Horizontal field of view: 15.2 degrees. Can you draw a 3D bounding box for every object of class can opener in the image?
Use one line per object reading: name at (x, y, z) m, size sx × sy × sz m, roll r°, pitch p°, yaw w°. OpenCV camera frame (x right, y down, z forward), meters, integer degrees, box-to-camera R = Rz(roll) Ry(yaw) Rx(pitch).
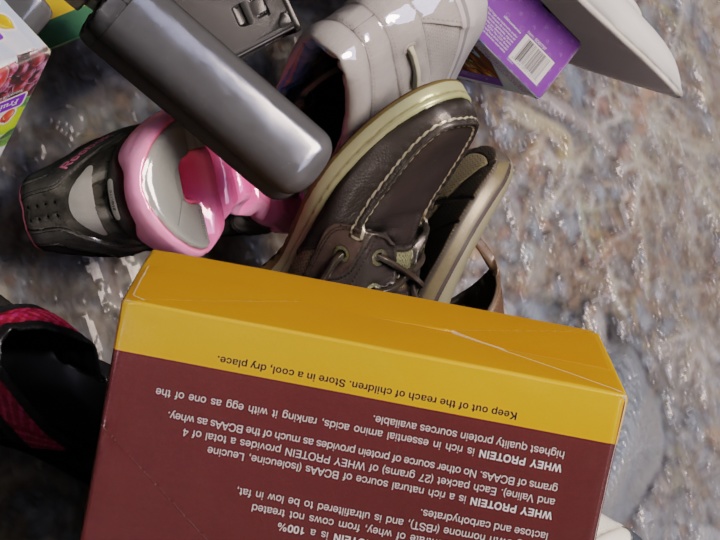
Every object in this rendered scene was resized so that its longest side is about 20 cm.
can opener at (-0.106, -0.090, 1.127) m, size 0.200 × 0.053 × 0.067 m, roll 40°, pitch 79°, yaw -7°

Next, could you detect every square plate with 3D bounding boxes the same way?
square plate at (0.056, -0.171, 1.335) m, size 0.200 × 0.198 × 0.028 m, roll 42°, pitch 85°, yaw -27°

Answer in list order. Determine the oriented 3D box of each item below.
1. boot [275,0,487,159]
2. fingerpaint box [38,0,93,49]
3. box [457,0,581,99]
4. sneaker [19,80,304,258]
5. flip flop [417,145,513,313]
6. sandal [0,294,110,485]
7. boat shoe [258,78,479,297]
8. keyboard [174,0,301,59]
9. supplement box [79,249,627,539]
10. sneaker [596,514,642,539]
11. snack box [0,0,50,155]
boot at (-0.006, -0.072, 1.273) m, size 0.096 × 0.200 × 0.074 m, roll -35°, pitch 68°, yaw -28°
fingerpaint box at (-0.200, -0.158, 1.168) m, size 0.200 × 0.073 × 0.167 m, roll -28°, pitch 99°, yaw -43°
box at (0.004, -0.169, 1.317) m, size 0.200 × 0.137 × 0.039 m, roll 43°, pitch 80°, yaw -27°
sneaker at (-0.091, -0.040, 1.241) m, size 0.200 × 0.095 × 0.079 m, roll -14°, pitch 89°, yaw -69°
flip flop at (0.037, 0.038, 1.283) m, size 0.057 × 0.081 × 0.201 m, roll 14°, pitch 93°, yaw -19°
sandal at (-0.141, 0.050, 1.190) m, size 0.200 × 0.045 × 0.075 m, roll 26°, pitch 63°, yaw -36°
boat shoe at (0.000, 0.000, 1.232) m, size 0.073 × 0.200 × 0.065 m, roll -9°, pitch 52°, yaw -50°
keyboard at (-0.082, -0.190, 1.192) m, size 0.127 × 0.021 × 0.200 m, roll -28°, pitch 101°, yaw -11°
supplement box at (-0.013, 0.115, 1.089) m, size 0.197 × 0.133 × 0.201 m, roll 10°, pitch 99°, yaw -1°
sneaker at (0.066, 0.184, 1.242) m, size 0.200 × 0.071 × 0.073 m, roll -58°, pitch 147°, yaw -26°
snack box at (-0.221, -0.099, 1.036) m, size 0.200 × 0.142 × 0.053 m, roll 47°, pitch 45°, yaw 14°
